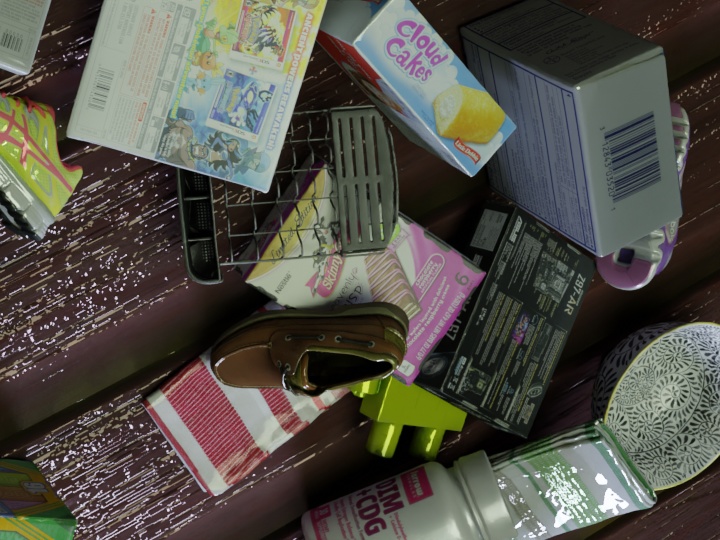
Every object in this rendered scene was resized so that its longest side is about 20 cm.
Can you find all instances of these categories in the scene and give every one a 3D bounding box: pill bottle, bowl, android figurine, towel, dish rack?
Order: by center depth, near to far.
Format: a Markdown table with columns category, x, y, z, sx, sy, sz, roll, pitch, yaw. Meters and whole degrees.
| category | x | y | z | sx | sy | sz | roll | pitch | yaw |
| --- | --- | --- | --- | --- | --- | --- | --- | --- | --- |
| dish rack | -0.064 | -0.074 | 1.666 | 0.200 | 0.055 | 0.153 | -5 | 98 | -5 |
| towel | -0.101 | 0.116 | 1.808 | 0.200 | 0.023 | 0.144 | -38 | 125 | -11 |
| android figurine | 0.067 | 0.094 | 1.875 | 0.182 | 0.041 | 0.200 | 9 | 99 | -41 |
| pill bottle | 0.051 | 0.262 | 1.877 | 0.200 | 0.113 | 0.113 | -23 | 124 | 2 |
| towel | 0.199 | 0.240 | 1.979 | 0.200 | 0.031 | 0.149 | -23 | 128 | 20 |
| bowl | 0.321 | 0.130 | 2.025 | 0.201 | 0.094 | 0.201 | -13 | 119 | -25 |

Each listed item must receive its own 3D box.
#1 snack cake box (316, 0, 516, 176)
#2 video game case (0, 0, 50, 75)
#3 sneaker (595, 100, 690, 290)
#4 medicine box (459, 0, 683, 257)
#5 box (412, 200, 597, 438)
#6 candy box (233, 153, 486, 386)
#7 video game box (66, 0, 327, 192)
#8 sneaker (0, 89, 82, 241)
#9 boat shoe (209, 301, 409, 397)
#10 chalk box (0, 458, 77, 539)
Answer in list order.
| category | x | y | z | sx | sy | sz | roll | pitch | yaw |
| --- | --- | --- | --- | --- | --- | --- | --- | --- | --- |
| snack cake box | 0.041 | -0.184 | 1.694 | 0.067 | 0.115 | 0.200 | -48 | 128 | -3 |
| video game case | -0.326 | -0.271 | 1.458 | 0.200 | 0.023 | 0.182 | 19 | 85 | -36 |
| sneaker | 0.304 | -0.078 | 1.932 | 0.088 | 0.080 | 0.200 | 4 | 99 | -58 |
| medicine box | 0.199 | -0.142 | 1.755 | 0.103 | 0.200 | 0.182 | -25 | 123 | -19 |
| box | 0.148 | 0.051 | 1.869 | 0.160 | 0.044 | 0.200 | 30 | 80 | -46 |
| candy box | 0.000 | 0.000 | 1.757 | 0.200 | 0.061 | 0.136 | 33 | 93 | -20 |
| video game box | -0.138 | -0.187 | 1.583 | 0.182 | 0.047 | 0.200 | 16 | 101 | -10 |
| sneaker | -0.303 | -0.124 | 1.548 | 0.090 | 0.078 | 0.200 | -47 | 130 | -22 |
| boat shoe | -0.054 | 0.079 | 1.707 | 0.200 | 0.068 | 0.072 | -15 | 129 | 21 |
| chalk box | -0.375 | 0.241 | 1.636 | 0.200 | 0.124 | 0.124 | 8 | 108 | -34 |
